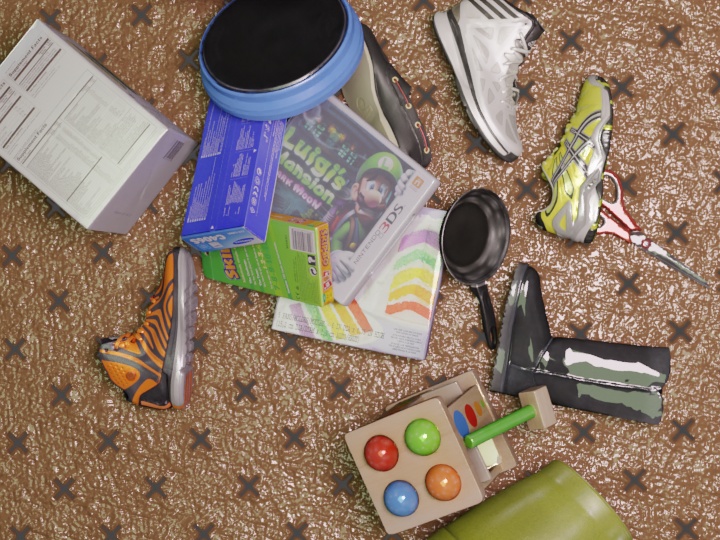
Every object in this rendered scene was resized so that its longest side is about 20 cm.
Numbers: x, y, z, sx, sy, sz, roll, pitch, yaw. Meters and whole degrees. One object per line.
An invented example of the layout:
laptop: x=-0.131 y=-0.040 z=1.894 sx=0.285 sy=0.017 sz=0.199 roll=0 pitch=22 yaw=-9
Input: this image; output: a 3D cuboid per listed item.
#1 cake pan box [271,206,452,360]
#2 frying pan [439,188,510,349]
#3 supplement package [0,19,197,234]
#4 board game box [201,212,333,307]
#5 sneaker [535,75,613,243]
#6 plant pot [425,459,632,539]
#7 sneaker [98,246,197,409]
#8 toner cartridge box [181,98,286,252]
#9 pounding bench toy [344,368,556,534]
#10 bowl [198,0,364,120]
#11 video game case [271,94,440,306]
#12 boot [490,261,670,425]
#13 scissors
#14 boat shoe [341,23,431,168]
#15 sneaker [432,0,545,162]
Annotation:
cake pan box: x=0.000 y=0.000 z=1.414 sx=0.200 sy=0.052 sz=0.185 roll=13 pitch=89 yaw=6
frying pan: x=0.149 y=-0.012 z=1.403 sx=0.115 sy=0.031 sz=0.190 roll=-45 pitch=124 yaw=-25
supplement package: x=-0.329 y=-0.165 z=1.393 sx=0.200 sy=0.152 sz=0.151 roll=40 pitch=93 yaw=4
board game box: x=-0.116 y=-0.022 z=1.381 sx=0.200 sy=0.030 sz=0.096 roll=11 pitch=114 yaw=36
sneaker: x=0.252 y=-0.135 z=1.373 sx=0.076 sy=0.075 sz=0.200 roll=8 pitch=80 yaw=12
plant pot: x=0.199 y=0.326 z=1.337 sx=0.193 sy=0.200 sz=0.200 roll=-40 pitch=86 yaw=-8
sneaker: x=-0.260 y=0.069 z=1.424 sx=0.112 sy=0.078 sz=0.201 roll=4 pitch=90 yaw=4
toner cartridge box: x=-0.144 y=-0.124 z=1.375 sx=0.095 sy=0.043 sz=0.200 roll=-8 pitch=62 yaw=33
pounding bench toy: x=0.110 y=0.192 z=1.321 sx=0.200 sy=0.156 sz=0.124 roll=-26 pitch=88 yaw=24
bowl: x=-0.096 y=-0.264 z=1.375 sx=0.200 sy=0.039 sz=0.201 roll=-8 pitch=54 yaw=12
video game case: x=-0.034 y=-0.090 z=1.369 sx=0.200 sy=0.023 sz=0.182 roll=41 pitch=101 yaw=22
boot: x=0.265 y=0.087 z=1.377 sx=0.200 sy=0.066 sz=0.165 roll=11 pitch=103 yaw=11
scissors: x=0.327 y=-0.035 z=1.403 sx=0.073 sy=0.014 sz=0.200 roll=-40 pitch=87 yaw=2
boat shoe: x=0.026 y=-0.208 z=1.408 sx=0.063 sy=0.074 sz=0.202 roll=-14 pitch=78 yaw=-28
sneaker: x=0.171 y=-0.235 z=1.374 sx=0.115 sy=0.076 sz=0.201 roll=-24 pitch=85 yaw=20
